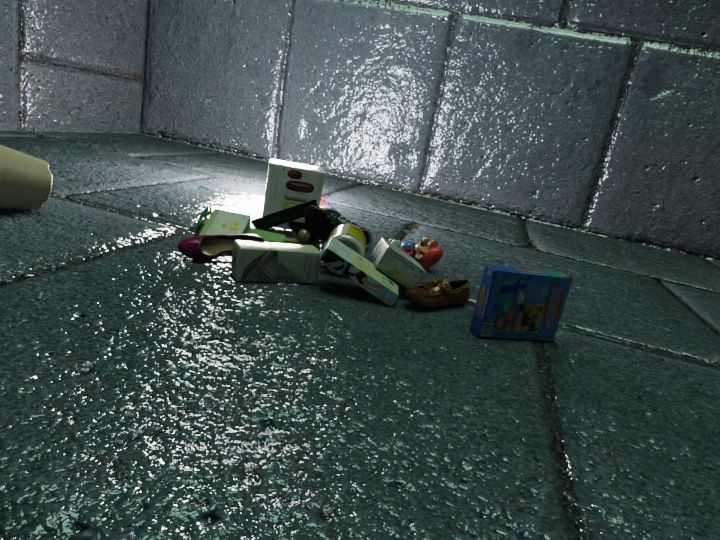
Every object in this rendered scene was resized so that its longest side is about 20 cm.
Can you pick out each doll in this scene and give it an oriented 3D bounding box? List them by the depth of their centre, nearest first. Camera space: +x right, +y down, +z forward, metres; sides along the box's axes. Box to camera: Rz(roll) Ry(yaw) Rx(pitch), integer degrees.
[{"bbox_3d":[-0.157,-0.119,1.608,0.135,0.049,0.200,23,10,-2],"label":"doll"}]

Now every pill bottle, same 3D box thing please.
[{"bbox_3d":[-0.040,-0.063,1.429,0.108,0.110,0.200,11,16,0],"label":"pill bottle"}]

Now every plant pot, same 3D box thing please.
[{"bbox_3d":[-0.907,-0.234,1.341,0.199,0.202,0.183,21,7,33],"label":"plant pot"}]

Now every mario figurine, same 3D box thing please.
[{"bbox_3d":[0.162,-0.077,1.609,0.198,0.107,0.124,12,49,33],"label":"mario figurine"}]

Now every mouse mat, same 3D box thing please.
[{"bbox_3d":[-0.223,-0.161,1.572,0.198,0.008,0.161,-18,-5,-5],"label":"mouse mat"}]

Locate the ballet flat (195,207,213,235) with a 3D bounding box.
[{"bbox_3d":[-0.432,-0.130,1.511,0.065,0.071,0.200,34,11,-21],"label":"ballet flat"}]

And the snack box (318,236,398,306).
[{"bbox_3d":[0.000,0.000,1.242,0.199,0.037,0.116,34,15,-6],"label":"snack box"}]

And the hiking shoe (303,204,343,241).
[{"bbox_3d":[-0.095,-0.125,1.565,0.200,0.076,0.101,42,8,-21],"label":"hiking shoe"}]

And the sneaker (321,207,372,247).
[{"bbox_3d":[-0.046,-0.130,1.656,0.199,0.071,0.108,26,6,-38],"label":"sneaker"}]

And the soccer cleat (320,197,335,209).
[{"bbox_3d":[-0.170,-0.274,2.125,0.068,0.074,0.199,-6,23,-45],"label":"soccer cleat"}]

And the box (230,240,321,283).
[{"bbox_3d":[-0.196,-0.019,1.230,0.198,0.083,0.068,1,18,-26],"label":"box"}]

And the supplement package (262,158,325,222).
[{"bbox_3d":[-0.242,-0.286,1.903,0.198,0.193,0.147,7,17,-10],"label":"supplement package"}]

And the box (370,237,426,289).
[{"bbox_3d":[0.093,-0.020,1.351,0.116,0.060,0.200,33,7,-9],"label":"box"}]

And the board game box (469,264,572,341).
[{"bbox_3d":[0.348,0.073,1.146,0.198,0.154,0.045,6,16,-18],"label":"board game box"}]

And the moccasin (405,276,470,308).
[{"bbox_3d":[0.189,0.047,1.261,0.200,0.079,0.074,1,19,-32],"label":"moccasin"}]

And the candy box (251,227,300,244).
[{"bbox_3d":[-0.282,-0.098,1.537,0.198,0.027,0.102,4,22,-25],"label":"candy box"}]

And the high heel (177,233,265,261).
[{"bbox_3d":[-0.328,-0.067,1.249,0.198,0.068,0.096,-2,-18,-22],"label":"high heel"}]

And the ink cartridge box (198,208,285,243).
[{"bbox_3d":[-0.306,-0.090,1.380,0.198,0.048,0.146,9,37,0],"label":"ink cartridge box"}]
